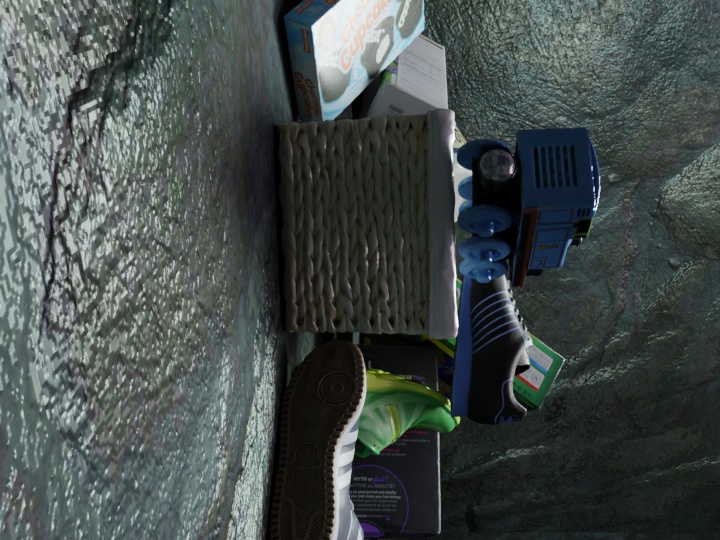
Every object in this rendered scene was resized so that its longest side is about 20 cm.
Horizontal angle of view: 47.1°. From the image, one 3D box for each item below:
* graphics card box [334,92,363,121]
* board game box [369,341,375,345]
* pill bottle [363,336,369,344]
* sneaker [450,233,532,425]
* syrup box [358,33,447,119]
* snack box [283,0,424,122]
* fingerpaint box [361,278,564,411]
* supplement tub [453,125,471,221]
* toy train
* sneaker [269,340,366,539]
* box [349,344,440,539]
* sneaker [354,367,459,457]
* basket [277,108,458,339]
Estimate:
[{"bbox_3d":[-0.021,-0.167,0.998,0.126,0.050,0.203,-82,167,-57],"label":"graphics card box"},{"bbox_3d":[0.039,0.115,1.145,0.166,0.056,0.203,108,-5,-65],"label":"board game box"},{"bbox_3d":[0.057,0.145,1.358,0.112,0.109,0.203,78,13,-59],"label":"pill bottle"},{"bbox_3d":[0.137,0.056,0.842,0.070,0.076,0.203,80,17,-71],"label":"sneaker"},{"bbox_3d":[0.050,-0.209,0.962,0.079,0.080,0.201,-58,-165,33],"label":"syrup box"},{"bbox_3d":[0.000,-0.249,0.835,0.200,0.037,0.117,-50,151,-32],"label":"snack box"},{"bbox_3d":[0.114,0.090,0.990,0.074,0.199,0.167,-55,-174,-21],"label":"fingerpaint box"},{"bbox_3d":[0.066,-0.165,1.132,0.202,0.143,0.146,61,-7,28],"label":"supplement tub"},{"bbox_3d":[0.140,-0.047,0.715,0.200,0.112,0.088,70,21,-67],"label":"toy train"},{"bbox_3d":[-0.029,0.170,0.719,0.109,0.069,0.203,72,23,-52],"label":"sneaker"},{"bbox_3d":[0.024,0.195,0.926,0.106,0.120,0.203,99,-6,-67],"label":"box"},{"bbox_3d":[0.014,0.143,0.826,0.074,0.198,0.085,11,-94,55],"label":"sneaker"},{"bbox_3d":[0.016,-0.042,0.796,0.198,0.158,0.204,-36,123,-83],"label":"basket"}]
